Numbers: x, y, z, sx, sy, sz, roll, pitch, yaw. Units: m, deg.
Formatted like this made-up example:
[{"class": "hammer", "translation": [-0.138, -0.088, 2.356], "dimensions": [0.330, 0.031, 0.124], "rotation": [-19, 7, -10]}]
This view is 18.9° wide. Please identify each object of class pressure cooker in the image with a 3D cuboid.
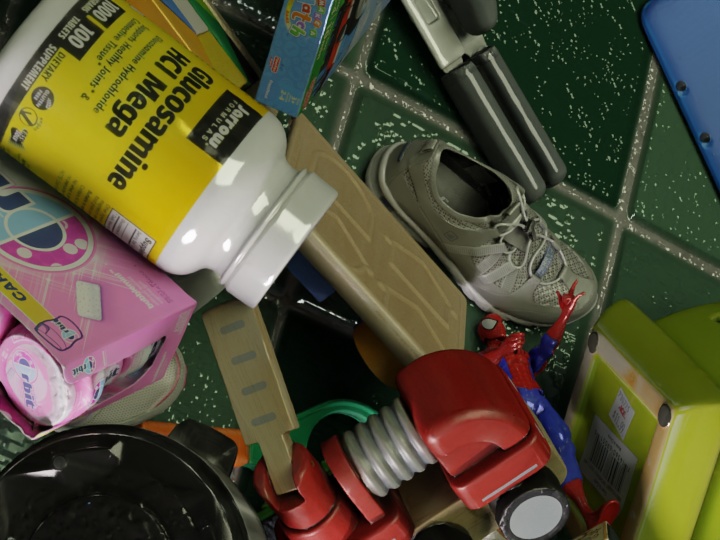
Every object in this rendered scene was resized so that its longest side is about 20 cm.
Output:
[{"class": "pressure cooker", "translation": [-0.138, 0.182, 1.289], "dimensions": [0.175, 0.200, 0.180], "rotation": [-21, 79, -1]}]

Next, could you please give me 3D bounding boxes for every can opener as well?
[{"class": "can opener", "translation": [0.091, -0.143, 1.582], "dimensions": [0.053, 0.066, 0.201], "rotation": [-35, 102, -33]}]

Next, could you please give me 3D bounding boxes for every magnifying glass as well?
[{"class": "magnifying glass", "translation": [-0.060, 0.122, 1.452], "dimensions": [0.199, 0.022, 0.080], "rotation": [9, 75, -31]}]

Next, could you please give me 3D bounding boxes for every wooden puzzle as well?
[{"class": "wooden puzzle", "translation": [-0.123, -0.162, 1.396], "dimensions": [0.185, 0.037, 0.200], "rotation": [53, 16, -5]}, {"class": "wooden puzzle", "translation": [0.000, 0.000, 1.442], "dimensions": [0.185, 0.046, 0.200], "rotation": [48, 15, -17]}]

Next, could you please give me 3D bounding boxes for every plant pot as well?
[{"class": "plant pot", "translation": [0.245, 0.137, 1.500], "dimensions": [0.180, 0.200, 0.200], "rotation": [7, 111, -22]}]

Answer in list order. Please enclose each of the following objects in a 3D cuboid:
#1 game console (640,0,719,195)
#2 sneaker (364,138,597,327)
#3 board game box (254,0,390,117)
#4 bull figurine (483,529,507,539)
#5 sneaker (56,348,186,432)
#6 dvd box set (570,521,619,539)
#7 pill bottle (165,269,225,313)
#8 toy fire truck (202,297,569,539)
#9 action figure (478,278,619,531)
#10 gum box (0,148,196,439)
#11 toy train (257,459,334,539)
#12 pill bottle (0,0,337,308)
[{"class": "game console", "translation": [0.335, -0.158, 1.758], "dimensions": [0.201, 0.118, 0.171], "rotation": [65, 26, -3]}, {"class": "sneaker", "translation": [0.097, -0.025, 1.543], "dimensions": [0.199, 0.082, 0.075], "rotation": [32, 64, -21]}, {"class": "board game box", "translation": [-0.003, -0.212, 1.448], "dimensions": [0.036, 0.152, 0.200], "rotation": [23, 36, 6]}, {"class": "bull figurine", "translation": [0.090, 0.189, 1.491], "dimensions": [0.121, 0.065, 0.201], "rotation": [-26, 85, -56]}, {"class": "sneaker", "translation": [-0.194, 0.053, 1.344], "dimensions": [0.199, 0.088, 0.082], "rotation": [9, 73, -29]}, {"class": "dvd box set", "translation": [0.117, 0.273, 1.431], "dimensions": [0.147, 0.199, 0.029], "rotation": [56, 15, -15]}, {"class": "pill bottle", "translation": [-0.158, -0.067, 1.378], "dimensions": [0.200, 0.116, 0.116], "rotation": [50, 59, -12]}, {"class": "toy fire truck", "translation": [0.005, 0.097, 1.307], "dimensions": [0.176, 0.129, 0.200], "rotation": [-33, 129, 5]}, {"class": "action figure", "translation": [0.127, 0.080, 1.484], "dimensions": [0.065, 0.099, 0.200], "rotation": [6, 34, -25]}, {"class": "gum box", "translation": [-0.201, 0.003, 1.259], "dimensions": [0.200, 0.066, 0.113], "rotation": [41, 38, 19]}, {"class": "toy train", "translation": [-0.004, 0.139, 1.416], "dimensions": [0.199, 0.056, 0.042], "rotation": [-30, 93, -4]}, {"class": "pill bottle", "translation": [-0.116, -0.071, 1.253], "dimensions": [0.200, 0.112, 0.113], "rotation": [37, 62, -1]}]
